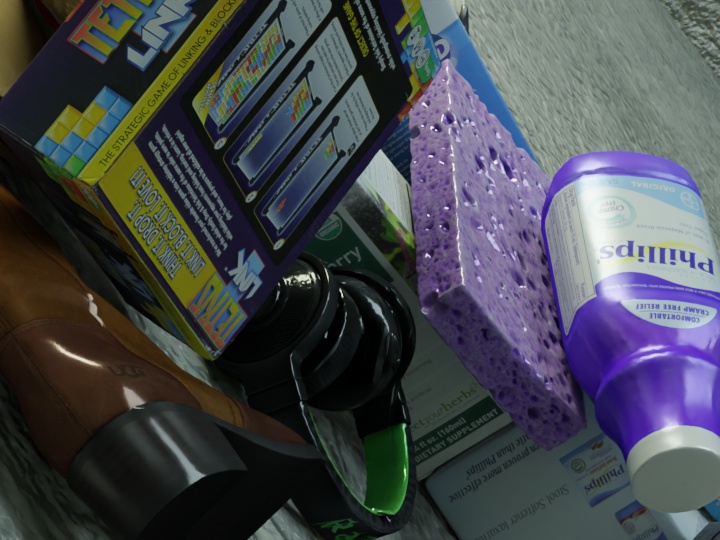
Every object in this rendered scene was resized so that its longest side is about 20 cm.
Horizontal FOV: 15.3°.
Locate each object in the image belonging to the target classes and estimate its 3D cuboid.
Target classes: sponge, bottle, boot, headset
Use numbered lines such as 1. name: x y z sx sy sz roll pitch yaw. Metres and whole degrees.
1. sponge: 0.067 -0.011 1.346 0.112 0.030 0.200 48 23 -29
2. bottle: 0.139 0.028 1.308 0.083 0.065 0.200 5 43 -11
3. boot: -0.112 0.022 1.009 0.200 0.068 0.188 48 13 15
4. headset: -0.011 0.022 1.218 0.123 0.094 0.200 17 54 -65

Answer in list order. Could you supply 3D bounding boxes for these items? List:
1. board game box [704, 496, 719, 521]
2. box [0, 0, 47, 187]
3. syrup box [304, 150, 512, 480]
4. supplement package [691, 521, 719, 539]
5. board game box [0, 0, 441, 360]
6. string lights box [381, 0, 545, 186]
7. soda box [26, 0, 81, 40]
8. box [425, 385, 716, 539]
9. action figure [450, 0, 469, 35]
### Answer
1. board game box: 0.187 0.070 1.451 0.200 0.047 0.151 45 18 -40
2. box: -0.170 -0.120 1.093 0.200 0.021 0.163 60 9 30
3. syrup box: 0.000 0.000 1.340 0.200 0.079 0.081 50 16 -26
4. supplement package: 0.206 0.241 1.279 0.200 0.156 0.111 54 -26 -12
5. board game box: -0.049 -0.071 1.054 0.057 0.165 0.200 35 -11 20
6. string lights box: 0.035 -0.055 1.459 0.200 0.103 0.059 60 -16 -19
7. soda box: -0.101 -0.125 1.147 0.068 0.064 0.200 48 -8 -2
8. box: 0.140 0.144 1.444 0.200 0.105 0.184 56 14 -5
9. action figure: 0.025 -0.102 1.588 0.102 0.119 0.200 68 10 19
